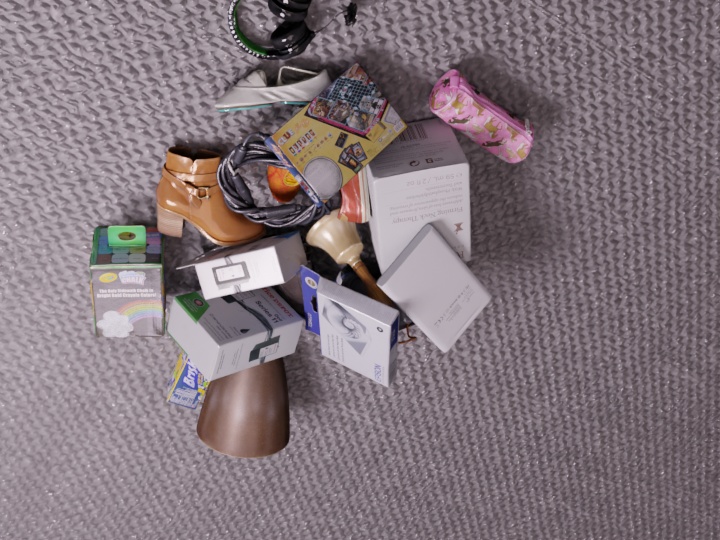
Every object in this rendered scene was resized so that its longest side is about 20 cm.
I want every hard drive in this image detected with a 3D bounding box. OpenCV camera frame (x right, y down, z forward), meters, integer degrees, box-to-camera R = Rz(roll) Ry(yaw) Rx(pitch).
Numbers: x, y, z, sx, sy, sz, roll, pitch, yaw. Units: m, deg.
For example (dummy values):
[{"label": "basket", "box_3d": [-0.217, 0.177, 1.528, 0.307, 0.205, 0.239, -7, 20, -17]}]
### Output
[{"label": "hard drive", "box_3d": [0.129, 0.033, 1.583, 0.132, 0.026, 0.200, -49, 125, -5]}]

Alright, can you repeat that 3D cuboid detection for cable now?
[{"label": "cable", "box_3d": [-0.139, -0.132, 1.533, 0.198, 0.051, 0.163, 30, 126, -20]}]

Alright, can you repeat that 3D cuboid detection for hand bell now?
[{"label": "hand bell", "box_3d": [0.000, 0.000, 1.594, 0.103, 0.201, 0.104, -30, 162, -11]}]

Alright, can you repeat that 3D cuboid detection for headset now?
[{"label": "headset", "box_3d": [-0.105, -0.396, 1.446, 0.197, 0.095, 0.125, 3, 130, 5]}]

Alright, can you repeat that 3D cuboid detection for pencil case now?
[{"label": "pencil case", "box_3d": [0.208, -0.262, 1.588, 0.198, 0.083, 0.087, 27, 116, -27]}]

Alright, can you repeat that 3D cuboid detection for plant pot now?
[{"label": "plant pot", "box_3d": [-0.216, 0.225, 1.798, 0.184, 0.187, 0.203, 4, 110, -15]}]

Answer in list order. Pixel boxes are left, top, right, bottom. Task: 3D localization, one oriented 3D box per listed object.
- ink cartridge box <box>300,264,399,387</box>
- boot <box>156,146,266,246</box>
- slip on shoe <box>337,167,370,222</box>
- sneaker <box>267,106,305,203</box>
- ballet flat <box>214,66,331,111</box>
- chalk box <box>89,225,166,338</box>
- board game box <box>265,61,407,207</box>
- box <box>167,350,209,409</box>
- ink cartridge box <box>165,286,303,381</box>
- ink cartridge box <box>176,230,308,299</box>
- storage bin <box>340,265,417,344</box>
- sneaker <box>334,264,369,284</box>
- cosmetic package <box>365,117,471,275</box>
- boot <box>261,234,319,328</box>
[{"label": "ink cartridge box", "box_3d": [-0.027, 0.100, 1.617, 0.198, 0.041, 0.201, 25, 147, 19]}, {"label": "boot", "box_3d": [-0.250, -0.131, 1.595, 0.197, 0.077, 0.157, 9, 119, -9]}, {"label": "slip on shoe", "box_3d": [-0.025, -0.178, 1.557, 0.060, 0.074, 0.203, -8, 92, -4]}, {"label": "sneaker", "box_3d": [-0.114, -0.184, 1.569, 0.072, 0.078, 0.201, 6, 137, -17]}, {"label": "ballet flat", "box_3d": [-0.140, -0.297, 1.506, 0.197, 0.070, 0.070, -7, 126, -13]}, {"label": "chalk box", "box_3d": [-0.402, 0.001, 1.616, 0.122, 0.124, 0.202, 0, 124, -11]}, {"label": "board game box", "box_3d": [-0.036, -0.218, 1.484, 0.200, 0.035, 0.136, -43, 100, -20]}, {"label": "box", "box_3d": [-0.309, 0.166, 1.784, 0.064, 0.070, 0.201, 18, 119, -22]}, {"label": "ink cartridge box", "box_3d": [-0.222, 0.098, 1.663, 0.198, 0.146, 0.084, -15, 136, -44]}, {"label": "ink cartridge box", "box_3d": [-0.205, -0.006, 1.616, 0.197, 0.116, 0.069, -11, 101, 22]}, {"label": "storage bin", "box_3d": [0.086, 0.055, 1.681, 0.198, 0.134, 0.148, -15, 92, -38]}, {"label": "sneaker", "box_3d": [0.031, 0.049, 1.786, 0.198, 0.077, 0.077, 24, 137, -24]}, {"label": "cosmetic package", "box_3d": [0.093, -0.128, 1.605, 0.165, 0.167, 0.202, -11, 128, -5]}, {"label": "boot", "box_3d": [-0.093, 0.016, 1.693, 0.197, 0.070, 0.176, 9, 130, 19]}]
